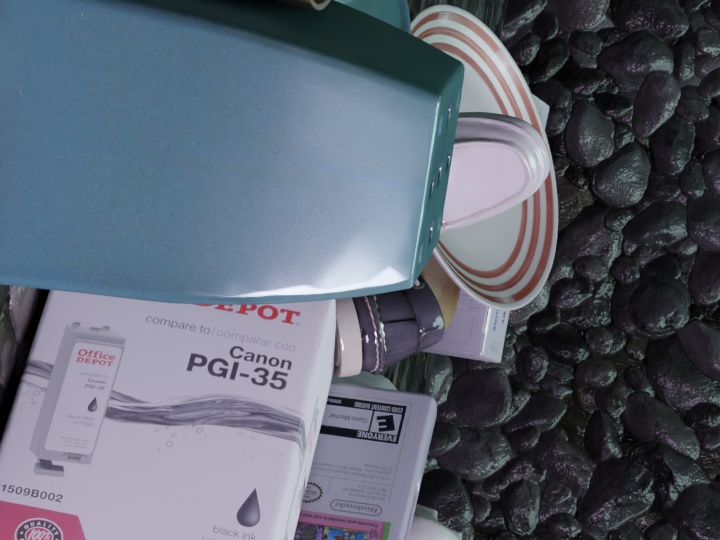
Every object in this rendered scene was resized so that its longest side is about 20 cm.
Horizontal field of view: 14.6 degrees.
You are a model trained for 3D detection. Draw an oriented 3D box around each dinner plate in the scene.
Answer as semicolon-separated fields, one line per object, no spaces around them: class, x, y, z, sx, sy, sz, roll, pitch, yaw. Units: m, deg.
dinner plate;0.068;-0.071;1.800;0.200;0.024;0.201;27;57;-51

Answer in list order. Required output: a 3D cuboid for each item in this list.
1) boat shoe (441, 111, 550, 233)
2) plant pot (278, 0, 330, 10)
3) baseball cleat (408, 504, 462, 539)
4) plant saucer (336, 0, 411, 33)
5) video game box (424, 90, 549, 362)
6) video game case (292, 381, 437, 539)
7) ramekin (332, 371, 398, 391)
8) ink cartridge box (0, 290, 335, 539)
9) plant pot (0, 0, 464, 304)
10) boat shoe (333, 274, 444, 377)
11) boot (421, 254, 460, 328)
boat shoe;0.014;-0.039;1.661;0.071;0.200;0.069;67;25;-20
plant pot;-0.067;-0.225;1.260;0.200;0.134;0.201;9;90;-83
baseball cleat;0.026;0.201;1.588;0.200;0.070;0.107;67;41;-63
plant saucer;-0.030;-0.174;1.571;0.200;0.027;0.200;40;34;-35
video game box;0.016;-0.041;1.927;0.047;0.200;0.183;20;79;-65
video game case;-0.075;0.132;1.434;0.022;0.200;0.182;80;21;-56
ramekin;-0.037;0.136;1.578;0.202;0.094;0.203;11;90;-84
ink cartridge box;-0.102;0.097;1.387;0.083;0.146;0.200;94;8;-58
plant pot;-0.060;-0.063;1.283;0.141;0.200;0.142;-57;156;-73
boat shoe;0.000;0.000;1.531;0.200;0.063;0.073;-114;-164;-65
boot;-0.015;-0.033;1.821;0.071;0.144;0.202;26;50;-51
